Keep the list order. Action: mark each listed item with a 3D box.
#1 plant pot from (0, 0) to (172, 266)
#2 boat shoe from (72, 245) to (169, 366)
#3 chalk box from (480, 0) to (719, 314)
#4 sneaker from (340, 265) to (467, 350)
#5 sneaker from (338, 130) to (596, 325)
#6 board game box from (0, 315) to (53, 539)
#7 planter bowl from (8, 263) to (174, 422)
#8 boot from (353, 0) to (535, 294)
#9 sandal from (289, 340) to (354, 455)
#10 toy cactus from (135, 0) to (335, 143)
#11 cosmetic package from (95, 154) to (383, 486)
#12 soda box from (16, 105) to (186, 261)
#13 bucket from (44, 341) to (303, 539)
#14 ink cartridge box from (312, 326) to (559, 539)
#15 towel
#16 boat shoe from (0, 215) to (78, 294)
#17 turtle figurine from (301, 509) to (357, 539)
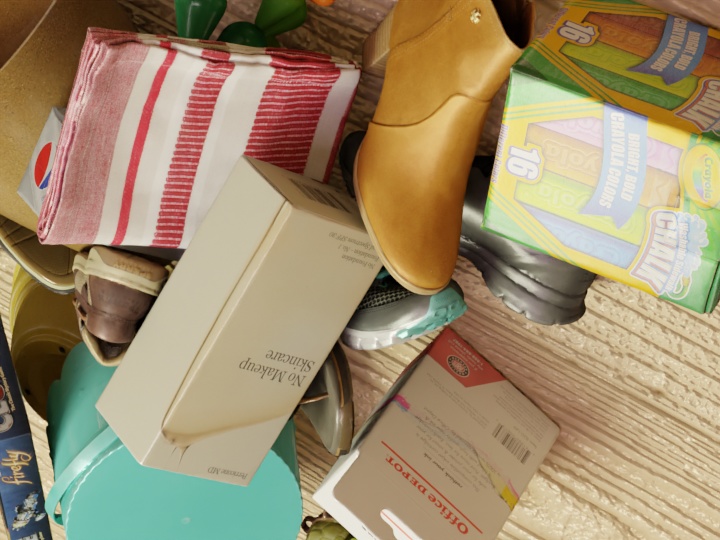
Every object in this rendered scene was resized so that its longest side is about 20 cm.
[{"bbox_3d":[-0.196,-0.095,1.377,0.186,0.187,0.200,-25,123,39],"label":"plant pot"},{"bbox_3d":[-0.171,0.030,1.350,0.072,0.073,0.200,17,173,-10],"label":"boat shoe"},{"bbox_3d":[0.193,-0.068,1.185,0.198,0.125,0.125,20,129,16],"label":"chalk box"},{"bbox_3d":[0.000,0.000,1.344,0.199,0.077,0.092,7,116,59],"label":"sneaker"},{"bbox_3d":[0.080,-0.049,1.310,0.199,0.076,0.091,30,119,5],"label":"sneaker"},{"bbox_3d":[-0.271,0.128,1.488,0.201,0.034,0.136,93,160,-52],"label":"board game box"},{"bbox_3d":[-0.216,0.071,1.546,0.199,0.084,0.202,16,127,22],"label":"planter bowl"},{"bbox_3d":[0.058,-0.101,1.217,0.144,0.070,0.203,-34,56,51],"label":"boot"},{"bbox_3d":[-0.053,0.066,1.361,0.200,0.054,0.082,-128,30,-50],"label":"sandal"},{"bbox_3d":[-0.086,-0.130,1.280,0.102,0.165,0.201,27,141,36],"label":"toy cactus"},{"bbox_3d":[-0.076,0.035,1.277,0.073,0.103,0.201,43,109,42],"label":"cosmetic package"},{"bbox_3d":[-0.125,-0.048,1.310,0.063,0.199,0.069,42,112,47],"label":"soda box"},{"bbox_3d":[-0.139,0.145,1.456,0.205,0.135,0.209,-6,123,-9],"label":"bucket"},{"bbox_3d":[0.047,0.146,1.363,0.116,0.200,0.068,42,132,-1],"label":"ink cartridge box"},{"bbox_3d":[-0.100,-0.077,1.247,0.023,0.198,0.145,47,126,47],"label":"towel"},{"bbox_3d":[-0.262,-0.055,1.485,0.200,0.073,0.065,52,157,24],"label":"boat shoe"},{"bbox_3d":[-0.017,0.205,1.466,0.064,0.161,0.200,45,132,-5],"label":"turtle figurine"}]
